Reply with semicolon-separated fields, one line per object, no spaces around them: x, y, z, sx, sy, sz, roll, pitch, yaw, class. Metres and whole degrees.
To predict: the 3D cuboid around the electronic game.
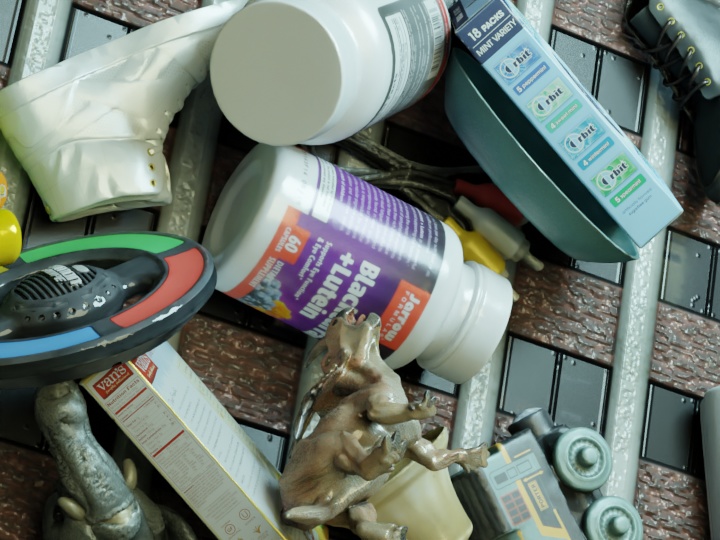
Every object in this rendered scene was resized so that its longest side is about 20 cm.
-0.187;0.021;1.544;0.199;0.199;0.042;-25;114;-32;electronic game

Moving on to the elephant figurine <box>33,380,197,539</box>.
-0.151;0.186;1.556;0.200;0.155;0.141;51;19;23;elephant figurine

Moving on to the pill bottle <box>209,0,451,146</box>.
-0.021;-0.148;1.676;0.116;0.115;0.200;60;24;-1;pill bottle

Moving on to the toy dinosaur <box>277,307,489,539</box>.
-0.012;0.116;1.570;0.200;0.135;0.086;-47;130;-42;toy dinosaur

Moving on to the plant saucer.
0.120;-0.073;1.768;0.036;0.200;0.200;-41;99;11;plant saucer

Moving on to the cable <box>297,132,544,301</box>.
0.050;-0.064;1.776;0.200;0.050;0.097;35;60;-18;cable

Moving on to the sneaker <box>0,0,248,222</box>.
-0.142;-0.102;1.675;0.199;0.074;0.116;-26;91;-22;sneaker

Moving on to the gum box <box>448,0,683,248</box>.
0.144;-0.118;1.781;0.045;0.170;0.200;-41;98;8;gum box

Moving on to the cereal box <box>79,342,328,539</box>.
-0.097;0.121;1.594;0.039;0.144;0.200;-40;96;6;cereal box

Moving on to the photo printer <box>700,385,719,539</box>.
0.337;0.188;1.848;0.165;0.069;0.201;3;74;-28;photo printer

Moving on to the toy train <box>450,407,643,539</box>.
0.138;0.198;1.729;0.114;0.085;0.201;-23;84;-28;toy train

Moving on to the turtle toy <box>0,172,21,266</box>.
-0.292;-0.082;1.558;0.145;0.101;0.201;-8;63;-27;turtle toy

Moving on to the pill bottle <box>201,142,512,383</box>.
0.000;0.000;1.694;0.199;0.111;0.112;26;65;-19;pill bottle

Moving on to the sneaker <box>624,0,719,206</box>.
0.253;-0.147;1.906;0.106;0.075;0.201;16;59;-19;sneaker

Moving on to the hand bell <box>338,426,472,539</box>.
0.075;0.215;1.672;0.104;0.104;0.200;-39;93;-31;hand bell
